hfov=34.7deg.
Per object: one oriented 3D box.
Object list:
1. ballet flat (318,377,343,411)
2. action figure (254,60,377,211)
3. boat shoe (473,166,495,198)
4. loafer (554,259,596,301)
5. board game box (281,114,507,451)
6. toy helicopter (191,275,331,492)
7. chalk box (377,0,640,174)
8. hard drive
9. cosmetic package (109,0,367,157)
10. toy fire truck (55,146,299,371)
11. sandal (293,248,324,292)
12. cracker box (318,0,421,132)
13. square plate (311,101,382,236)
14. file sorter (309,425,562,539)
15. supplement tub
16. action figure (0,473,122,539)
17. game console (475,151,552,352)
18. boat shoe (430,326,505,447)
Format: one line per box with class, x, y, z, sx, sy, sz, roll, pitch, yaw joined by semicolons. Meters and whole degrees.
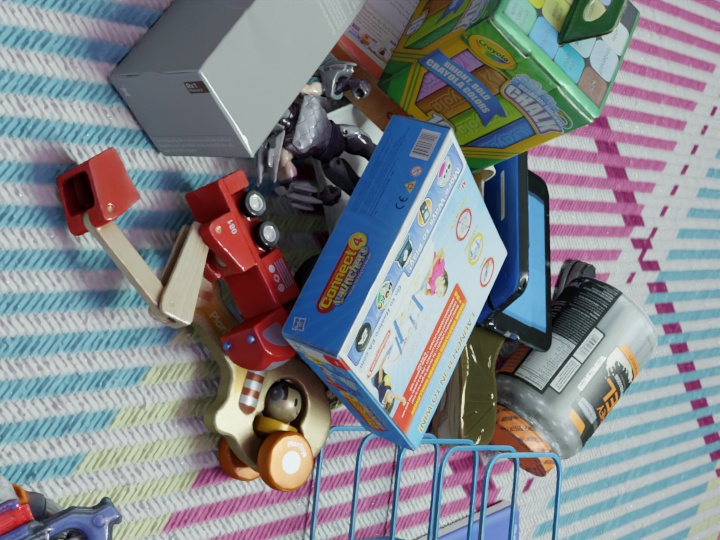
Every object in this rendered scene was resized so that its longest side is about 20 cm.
ballet flat;0.021;0.075;1.062;0.199;0.046;0.068;-34;156;-42
action figure;-0.017;-0.101;0.957;0.199;0.069;0.132;29;78;-42
boat shoe;0.097;-0.103;1.086;0.070;0.069;0.204;12;81;-51
loafer;0.264;0.090;1.368;0.071;0.062;0.204;16;82;-49
board game box;0.036;0.015;0.936;0.202;0.055;0.196;-63;150;-18
toy helicopter;-0.086;0.071;0.932;0.132;0.078;0.201;-46;116;-28
chalk box;0.131;-0.185;0.921;0.123;0.199;0.126;38;60;-20
hard drive;0.107;0.337;1.237;0.198;0.025;0.135;-8;100;-50
cosmetic package;-0.084;-0.182;0.872;0.202;0.106;0.091;-58;133;-26
toy fire truck;-0.122;-0.005;0.849;0.140;0.048;0.203;-33;102;-45
sandal;0.000;0.000;1.001;0.076;0.043;0.199;-47;159;24
cracker box;0.048;-0.229;1.033;0.134;0.057;0.202;41;62;-19
square plate;0.027;-0.074;1.083;0.199;0.028;0.202;-34;120;-44
file sorter;0.067;0.213;1.037;0.138;0.197;0.125;9;85;-50
supplement tub;0.223;0.117;1.257;0.200;0.122;0.123;-48;130;-16
action figure;-0.249;0.224;0.759;0.197;0.104;0.197;-16;101;-20
game console;0.172;-0.042;1.158;0.116;0.171;0.204;7;68;-14
boat shoe;0.107;0.081;1.189;0.072;0.063;0.205;9;81;-39
